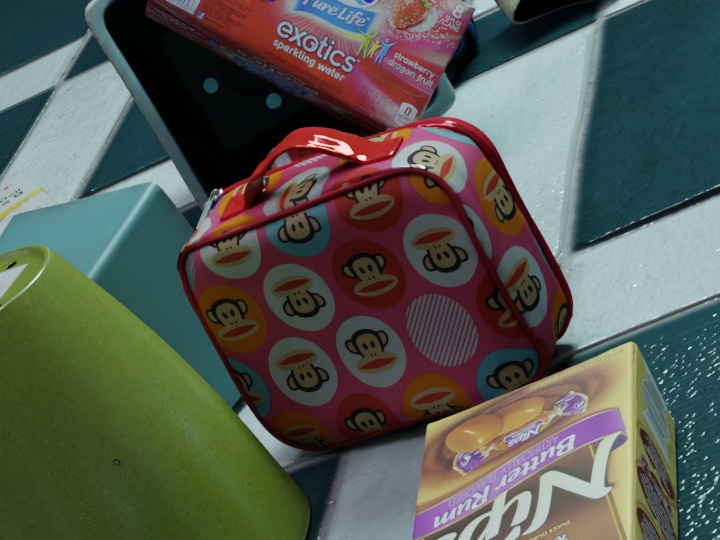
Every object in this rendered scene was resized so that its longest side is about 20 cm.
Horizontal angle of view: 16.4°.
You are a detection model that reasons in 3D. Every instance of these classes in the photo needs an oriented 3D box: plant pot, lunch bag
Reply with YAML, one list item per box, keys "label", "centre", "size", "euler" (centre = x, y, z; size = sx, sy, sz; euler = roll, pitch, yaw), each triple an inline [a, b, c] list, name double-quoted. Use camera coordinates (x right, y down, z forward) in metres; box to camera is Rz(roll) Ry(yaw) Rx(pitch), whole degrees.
- label: "plant pot"
  centre: [-0.177, 0.074, 1.519]
  size: [0.141, 0.141, 0.200]
  euler: [-11, 35, 42]
- label: "plant pot"
  centre: [-0.075, -0.155, 1.831]
  size: [0.196, 0.196, 0.200]
  euler: [-32, 8, -5]
- label: "lunch bag"
  centre: [0.000, 0.000, 1.377]
  size: [0.199, 0.177, 0.082]
  euler: [-16, 25, 33]
- label: "plant pot"
  centre: [-0.156, 0.095, 1.340]
  size: [0.186, 0.200, 0.187]
  euler: [-27, 21, 11]

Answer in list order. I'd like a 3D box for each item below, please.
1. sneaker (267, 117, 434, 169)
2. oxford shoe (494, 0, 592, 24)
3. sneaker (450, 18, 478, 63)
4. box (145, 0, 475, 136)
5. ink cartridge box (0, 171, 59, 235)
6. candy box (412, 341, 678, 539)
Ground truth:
- label: "sneaker"
  centre: [0.012, -0.058, 1.645]
  size: [0.112, 0.071, 0.200]
  euler: [-36, 28, -2]
- label: "oxford shoe"
  centre: [0.190, -0.237, 1.849]
  size: [0.199, 0.071, 0.075]
  euler: [-26, 48, 9]
- label: "sneaker"
  centre: [0.047, -0.191, 1.910]
  size: [0.074, 0.082, 0.200]
  euler: [-34, 0, 9]
- label: "box"
  centre: [-0.036, -0.173, 1.681]
  size: [0.100, 0.199, 0.095]
  euler: [-63, 5, -5]
- label: "ink cartridge box"
  centre: [-0.265, 0.016, 1.834]
  size: [0.145, 0.088, 0.200]
  euler: [-34, 19, -8]
- label: "candy box"
  centre: [0.086, 0.120, 1.160]
  size: [0.116, 0.057, 0.200]
  euler: [-24, 23, 16]
